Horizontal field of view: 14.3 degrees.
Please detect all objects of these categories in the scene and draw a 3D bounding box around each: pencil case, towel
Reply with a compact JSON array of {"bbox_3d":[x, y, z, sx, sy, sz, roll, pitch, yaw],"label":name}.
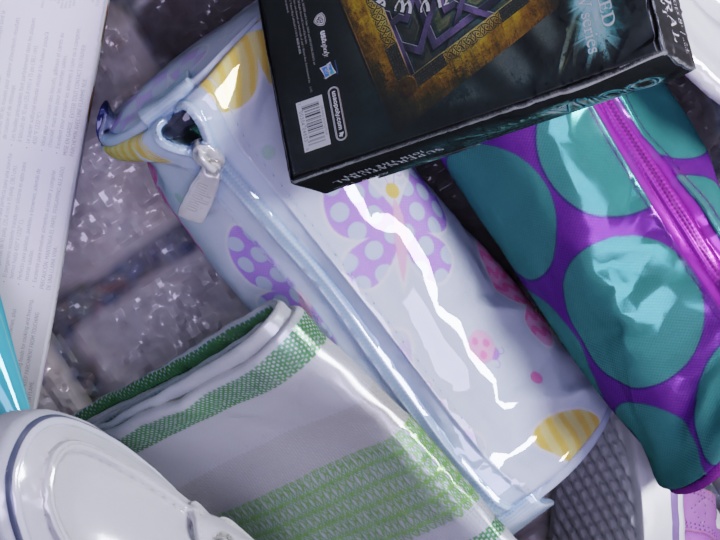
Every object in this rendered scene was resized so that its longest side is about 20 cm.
[{"bbox_3d":[0.000,0.000,0.984,0.083,0.091,0.200,-39,104,4],"label":"pencil case"},{"bbox_3d":[-0.007,0.110,0.996,0.200,0.031,0.149,48,137,-12],"label":"towel"},{"bbox_3d":[0.083,-0.029,0.963,0.085,0.092,0.200,-34,89,-27],"label":"pencil case"}]

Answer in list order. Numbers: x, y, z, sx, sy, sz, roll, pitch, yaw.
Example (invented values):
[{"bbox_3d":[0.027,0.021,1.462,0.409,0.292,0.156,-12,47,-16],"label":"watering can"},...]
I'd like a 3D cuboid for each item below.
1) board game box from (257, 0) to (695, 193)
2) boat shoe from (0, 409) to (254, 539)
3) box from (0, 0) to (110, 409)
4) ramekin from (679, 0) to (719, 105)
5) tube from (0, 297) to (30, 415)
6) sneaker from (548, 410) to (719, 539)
[{"bbox_3d":[0.023,-0.139,0.913,0.135,0.028,0.201,-17,76,26],"label":"board game box"},{"bbox_3d":[-0.049,0.110,0.950,0.065,0.074,0.200,-9,140,38],"label":"boat shoe"},{"bbox_3d":[-0.113,-0.051,0.988,0.041,0.039,0.201,9,102,-6],"label":"box"},{"bbox_3d":[0.170,-0.145,0.960,0.200,0.098,0.201,-1,103,-4],"label":"ramekin"},{"bbox_3d":[-0.155,-0.021,0.965,0.050,0.077,0.201,-15,91,-45],"label":"tube"},{"bbox_3d":[0.135,0.133,1.047,0.114,0.073,0.201,-11,99,-22],"label":"sneaker"}]
